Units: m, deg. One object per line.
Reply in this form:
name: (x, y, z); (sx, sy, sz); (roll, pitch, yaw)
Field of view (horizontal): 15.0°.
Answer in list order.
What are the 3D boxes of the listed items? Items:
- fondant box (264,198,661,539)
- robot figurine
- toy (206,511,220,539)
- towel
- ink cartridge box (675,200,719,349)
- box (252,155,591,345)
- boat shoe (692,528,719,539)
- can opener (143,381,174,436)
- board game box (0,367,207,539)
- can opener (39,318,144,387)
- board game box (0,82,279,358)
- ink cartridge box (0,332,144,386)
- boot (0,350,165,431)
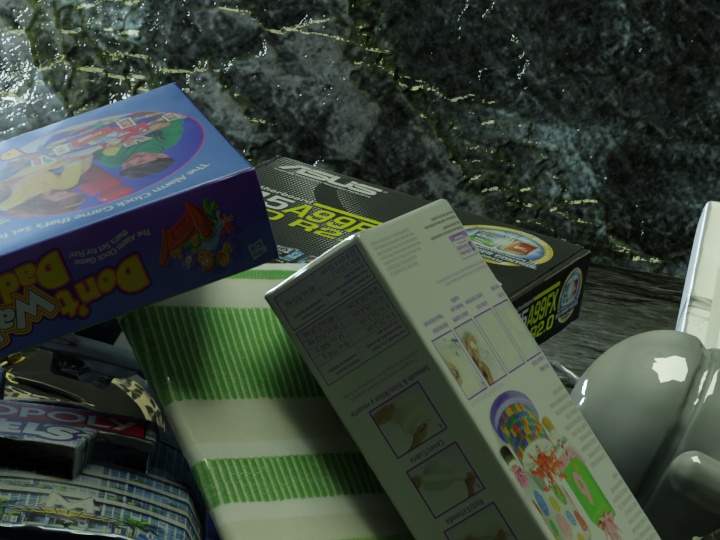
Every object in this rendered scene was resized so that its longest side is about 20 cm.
fondant box: (0.051, 0.071, 1.249); (0.058, 0.200, 0.144); (-34, -4, 19)
robot figurine: (0.187, 0.105, 1.424); (0.200, 0.113, 0.170); (28, 3, -1)
toy: (-0.018, 0.120, 1.270); (0.200, 0.047, 0.115); (5, 16, -40)
towel: (-0.028, 0.082, 1.212); (0.023, 0.200, 0.152); (-40, -25, 31)
ink cartridge box: (0.253, 0.068, 1.603); (0.146, 0.200, 0.083); (10, -34, 7)
box: (0.000, 0.000, 1.457); (0.200, 0.044, 0.160); (18, 23, 24)
boat shoe: (0.176, 0.164, 1.254); (0.064, 0.071, 0.200); (-21, 7, 14)
can opener: (-0.072, 0.089, 1.555); (0.200, 0.053, 0.067); (15, 8, 33)
board game box: (-0.163, 0.087, 1.166); (0.200, 0.062, 0.200); (6, 15, -4)
can opener: (-0.065, 0.041, 1.286); (0.200, 0.067, 0.053); (16, -7, -32)
board game box: (-0.151, -0.013, 1.187); (0.200, 0.045, 0.134); (-20, 24, -11)
ink cartridge box: (-0.229, 0.021, 1.513); (0.200, 0.086, 0.148); (11, -24, 18)
boot: (-0.197, 0.074, 1.339); (0.200, 0.073, 0.151); (5, 4, 9)
